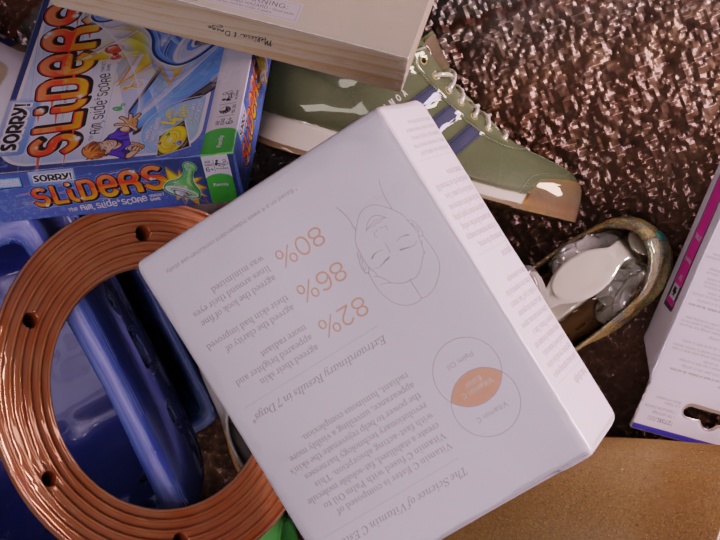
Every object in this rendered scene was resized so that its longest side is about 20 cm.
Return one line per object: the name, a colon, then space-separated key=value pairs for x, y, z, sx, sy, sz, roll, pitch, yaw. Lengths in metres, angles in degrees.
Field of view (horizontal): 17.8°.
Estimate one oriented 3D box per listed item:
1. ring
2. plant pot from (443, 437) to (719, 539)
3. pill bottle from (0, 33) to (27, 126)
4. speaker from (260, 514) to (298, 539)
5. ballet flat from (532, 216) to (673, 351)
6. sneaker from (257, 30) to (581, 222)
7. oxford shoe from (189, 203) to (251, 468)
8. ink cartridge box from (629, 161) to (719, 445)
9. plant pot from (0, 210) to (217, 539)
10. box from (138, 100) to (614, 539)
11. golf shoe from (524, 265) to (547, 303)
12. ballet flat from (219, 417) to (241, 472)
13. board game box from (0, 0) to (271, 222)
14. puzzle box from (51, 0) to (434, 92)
ring: x=-0.110 y=0.063 z=1.229 sx=0.019 sy=0.200 sz=0.201 roll=-15 pitch=108 yaw=56
plant pot: x=0.120 y=0.171 z=1.334 sx=0.200 sy=0.186 sz=0.187 roll=13 pitch=108 yaw=22
pill bottle: x=-0.290 y=-0.117 z=1.329 sx=0.200 sy=0.111 sz=0.111 roll=27 pitch=108 yaw=0
speaker: x=-0.139 y=0.194 z=1.410 sx=0.200 sy=0.088 sz=0.089 roll=-6 pitch=105 yaw=9
ballet flat: x=0.093 y=0.034 z=1.318 sx=0.200 sy=0.071 sz=0.071 roll=-35 pitch=99 yaw=1
sneaker: x=0.039 y=-0.092 z=1.312 sx=0.200 sy=0.067 sz=0.090 roll=14 pitch=90 yaw=-6
oxford shoe: x=-0.070 y=0.034 z=1.305 sx=0.075 sy=0.058 sz=0.200 roll=-24 pitch=92 yaw=24
ink cartridge box: x=0.229 y=0.008 z=1.318 sx=0.095 sy=0.037 sz=0.200 roll=16 pitch=106 yaw=-18
plant pot: x=-0.205 y=0.068 z=1.333 sx=0.200 sy=0.180 sz=0.200 roll=-25 pitch=102 yaw=14
box: x=0.011 y=0.037 z=1.173 sx=0.152 sy=0.106 sz=0.200 roll=-32 pitch=89 yaw=14
golf shoe: x=0.024 y=0.067 z=1.285 sx=0.097 sy=0.078 sz=0.200 roll=39 pitch=104 yaw=38
ballet flat: x=-0.067 y=0.045 z=1.367 sx=0.069 sy=0.063 sz=0.200 roll=-14 pitch=103 yaw=18
board game box: x=-0.120 y=-0.105 z=1.264 sx=0.135 sy=0.200 sz=0.034 roll=-5 pitch=129 yaw=9
puzzle box: x=-0.058 y=-0.168 z=1.273 sx=0.200 sy=0.133 sz=0.025 roll=15 pitch=131 yaw=4
